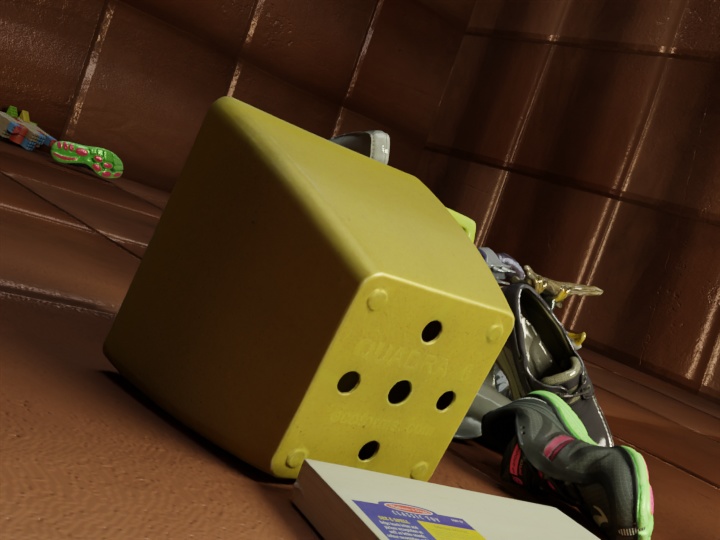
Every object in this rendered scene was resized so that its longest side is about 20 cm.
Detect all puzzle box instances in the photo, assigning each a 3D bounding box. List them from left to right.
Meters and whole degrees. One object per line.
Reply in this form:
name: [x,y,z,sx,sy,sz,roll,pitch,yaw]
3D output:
puzzle box: [0.073,0.155,0.481,0.199,0.026,0.133,18,5,-29]

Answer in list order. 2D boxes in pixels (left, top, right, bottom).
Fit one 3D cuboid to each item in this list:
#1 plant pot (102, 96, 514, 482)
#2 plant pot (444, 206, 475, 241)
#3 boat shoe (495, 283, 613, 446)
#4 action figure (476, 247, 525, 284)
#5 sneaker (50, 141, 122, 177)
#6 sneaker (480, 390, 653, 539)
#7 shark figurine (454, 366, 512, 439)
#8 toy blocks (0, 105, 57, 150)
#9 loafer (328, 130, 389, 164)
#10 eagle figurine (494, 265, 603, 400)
plant pot: [-0.021,0.035,0.588,0.199,0.201,0.176,17,17,-40]
plant pot: [0.000,0.000,1.118,0.198,0.202,0.181,16,-3,-36]
boat shoe: [0.181,0.102,0.832,0.072,0.201,0.065,-28,-2,-24]
action figure: [0.088,-0.005,1.012,0.198,0.131,0.070,8,40,-35]
sneaker: [-0.753,-0.315,2.443,0.198,0.077,0.084,20,7,-23]
sneaker: [0.155,0.158,0.683,0.083,0.078,0.200,-7,14,-16]
shark figurine: [0.083,0.105,0.830,0.213,0.090,0.128,22,2,-7]
toy blocks: [-0.975,-0.396,2.555,0.136,0.101,0.200,33,8,20]
loafer: [-0.028,-0.135,1.114,0.069,0.071,0.200,9,-12,-26]
eagle figurine: [0.196,0.102,0.959,0.150,0.202,0.151,3,-14,7]
